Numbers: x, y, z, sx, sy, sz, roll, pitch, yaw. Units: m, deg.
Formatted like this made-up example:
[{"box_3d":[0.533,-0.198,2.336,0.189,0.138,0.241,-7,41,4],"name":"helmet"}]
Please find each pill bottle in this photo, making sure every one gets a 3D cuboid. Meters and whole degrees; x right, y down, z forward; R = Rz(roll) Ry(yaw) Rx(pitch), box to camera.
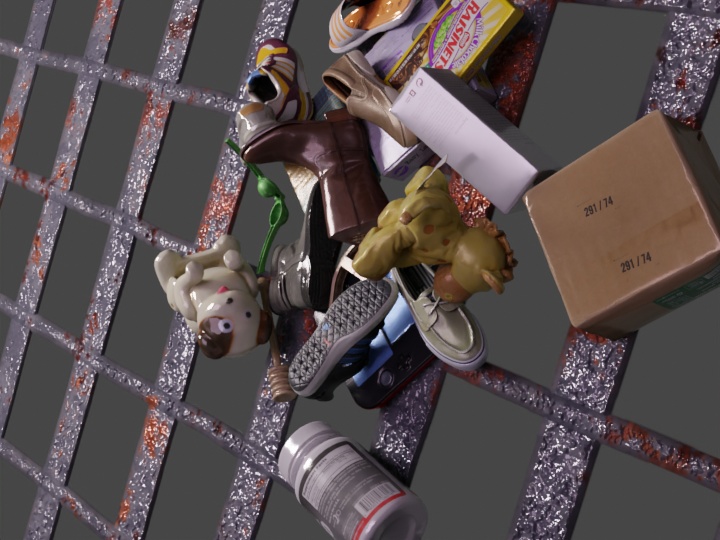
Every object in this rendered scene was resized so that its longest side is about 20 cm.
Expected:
[{"box_3d":[-0.014,0.293,1.477,0.200,0.114,0.114,36,106,42],"name":"pill bottle"}]

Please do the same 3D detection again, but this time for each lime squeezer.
[{"box_3d":[-0.145,-0.101,1.647,0.038,0.070,0.201,-169,65,-74],"name":"lime squeezer"}]

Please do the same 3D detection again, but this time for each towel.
[{"box_3d":[-0.051,-0.164,1.671,0.147,0.022,0.200,-44,54,28],"name":"towel"}]

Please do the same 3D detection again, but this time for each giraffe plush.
[{"box_3d":[0.109,-0.031,1.381,0.200,0.162,0.173,-41,12,52],"name":"giraffe plush"}]

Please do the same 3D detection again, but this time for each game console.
[{"box_3d":[0.025,0.072,1.543,0.177,0.031,0.200,-47,54,26],"name":"game console"}]

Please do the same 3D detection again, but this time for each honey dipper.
[{"box_3d":[-0.132,0.101,1.684,0.038,0.038,0.201,-34,56,33],"name":"honey dipper"}]

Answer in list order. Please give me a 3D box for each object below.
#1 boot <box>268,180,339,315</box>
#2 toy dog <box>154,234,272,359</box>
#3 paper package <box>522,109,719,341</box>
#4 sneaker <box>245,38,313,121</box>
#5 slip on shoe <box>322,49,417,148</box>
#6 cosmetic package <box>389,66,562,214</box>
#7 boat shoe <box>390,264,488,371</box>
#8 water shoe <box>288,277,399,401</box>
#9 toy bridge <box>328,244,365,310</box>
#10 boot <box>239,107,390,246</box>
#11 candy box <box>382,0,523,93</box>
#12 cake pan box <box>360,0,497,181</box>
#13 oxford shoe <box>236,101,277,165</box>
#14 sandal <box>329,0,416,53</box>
[{"box_3d":[-0.087,-0.036,1.622,0.130,0.068,0.201,-3,76,52],"name":"boot"},{"box_3d":[-0.215,0.059,1.673,0.200,0.139,0.195,-141,49,-59],"name":"toy dog"},{"box_3d":[0.308,-0.047,1.252,0.200,0.103,0.191,-34,62,33],"name":"paper package"},{"box_3d":[-0.136,-0.299,1.718,0.075,0.090,0.200,-47,45,24],"name":"sneaker"},{"box_3d":[0.012,-0.225,1.507,0.060,0.076,0.200,-25,52,-11],"name":"slip on shoe"},{"box_3d":[0.143,-0.162,1.386,0.200,0.101,0.071,44,114,16],"name":"cosmetic package"},{"box_3d":[0.092,0.046,1.445,0.072,0.062,0.200,-37,57,-2],"name":"boat shoe"},{"box_3d":[-0.015,0.091,1.508,0.200,0.079,0.072,-46,50,10],"name":"water shoe"},{"box_3d":[0.000,0.000,1.551,0.067,0.027,0.201,34,99,41],"name":"toy bridge"},{"box_3d":[-0.060,-0.112,1.538,0.186,0.064,0.201,-18,69,6],"name":"boot"},{"box_3d":[0.117,-0.289,1.468,0.200,0.026,0.102,-50,56,23],"name":"candy box"},{"box_3d":[0.074,-0.250,1.550,0.200,0.052,0.185,-41,54,29],"name":"cake pan box"},{"box_3d":[-0.151,-0.202,1.657,0.075,0.200,0.058,-25,83,-7],"name":"oxford shoe"},{"box_3d":[0.006,-0.374,1.599,0.206,0.059,0.079,-11,52,56],"name":"sandal"}]
